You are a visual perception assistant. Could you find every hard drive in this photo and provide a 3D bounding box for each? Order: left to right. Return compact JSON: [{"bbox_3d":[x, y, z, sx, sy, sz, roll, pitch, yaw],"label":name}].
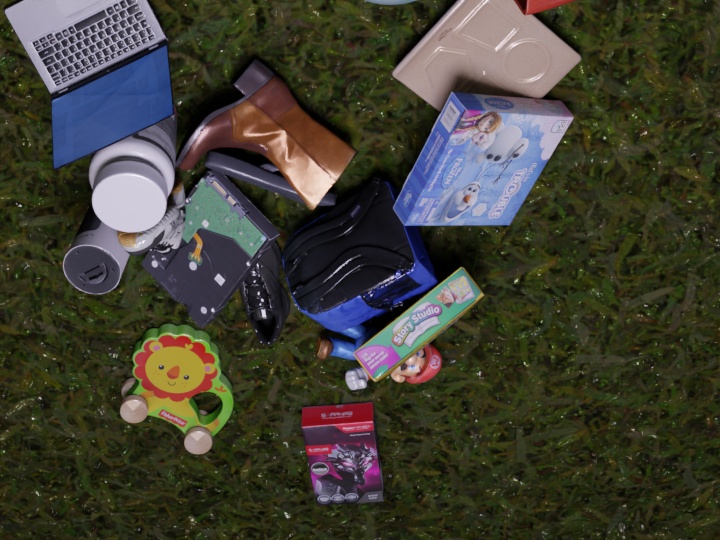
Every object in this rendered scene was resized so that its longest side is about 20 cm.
[{"bbox_3d":[-0.222,-0.032,1.768,0.140,0.038,0.200,44,121,7],"label":"hard drive"}]

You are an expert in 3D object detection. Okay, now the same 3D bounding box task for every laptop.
[{"bbox_3d":[-0.350,-0.270,1.547,0.185,0.116,0.202,-21,111,15],"label":"laptop"}]

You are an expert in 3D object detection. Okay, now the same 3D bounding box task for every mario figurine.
[{"bbox_3d":[0.036,0.121,1.884,0.197,0.107,0.124,16,124,-11],"label":"mario figurine"}]

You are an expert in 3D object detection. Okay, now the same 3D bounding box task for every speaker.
[{"bbox_3d":[-0.350,-0.055,1.680,0.080,0.201,0.082,3,125,4],"label":"speaker"}]

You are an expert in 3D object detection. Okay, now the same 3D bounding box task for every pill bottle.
[{"bbox_3d":[-0.302,-0.151,1.605,0.112,0.201,0.115,-3,132,-3],"label":"pill bottle"}]

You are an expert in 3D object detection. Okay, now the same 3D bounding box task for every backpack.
[{"bbox_3d":[0.000,0.000,1.749,0.198,0.164,0.168,-27,148,13],"label":"backpack"}]

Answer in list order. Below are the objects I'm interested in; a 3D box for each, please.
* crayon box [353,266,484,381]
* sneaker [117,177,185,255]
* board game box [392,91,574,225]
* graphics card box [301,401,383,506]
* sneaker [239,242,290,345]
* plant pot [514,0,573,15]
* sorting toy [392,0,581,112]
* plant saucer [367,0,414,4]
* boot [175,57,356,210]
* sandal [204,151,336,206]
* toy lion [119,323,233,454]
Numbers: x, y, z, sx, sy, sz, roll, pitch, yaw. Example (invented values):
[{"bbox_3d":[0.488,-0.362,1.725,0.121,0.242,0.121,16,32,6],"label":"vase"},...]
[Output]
[{"bbox_3d":[0.084,0.083,1.774,0.199,0.173,0.059,-39,86,-2],"label":"crayon box"},{"bbox_3d":[-0.275,-0.055,1.659,0.074,0.201,0.089,-3,115,10],"label":"sneaker"},{"bbox_3d":[0.169,-0.149,1.661,0.197,0.044,0.201,-3,135,-35],"label":"board game box"},{"bbox_3d":[-0.029,0.317,2.067,0.123,0.051,0.202,-5,128,3],"label":"graphics card box"},{"bbox_3d":[-0.150,0.025,1.817,0.075,0.091,0.202,-11,126,11],"label":"sneaker"},{"bbox_3d":[0.253,-0.440,1.408,0.174,0.201,0.202,-8,129,-8],"label":"plant pot"},{"bbox_3d":[0.169,-0.280,1.624,0.199,0.037,0.185,31,122,-27],"label":"sorting toy"},{"bbox_3d":[0.040,-0.419,1.510,0.198,0.039,0.203,0,127,0],"label":"plant saucer"},{"bbox_3d":[-0.133,-0.158,1.657,0.200,0.068,0.189,43,86,-18],"label":"boot"},{"bbox_3d":[-0.121,-0.136,1.709,0.198,0.076,0.043,20,85,-17],"label":"sandal"},{"bbox_3d":[-0.289,0.182,1.961,0.199,0.069,0.192,31,114,-22],"label":"toy lion"}]
